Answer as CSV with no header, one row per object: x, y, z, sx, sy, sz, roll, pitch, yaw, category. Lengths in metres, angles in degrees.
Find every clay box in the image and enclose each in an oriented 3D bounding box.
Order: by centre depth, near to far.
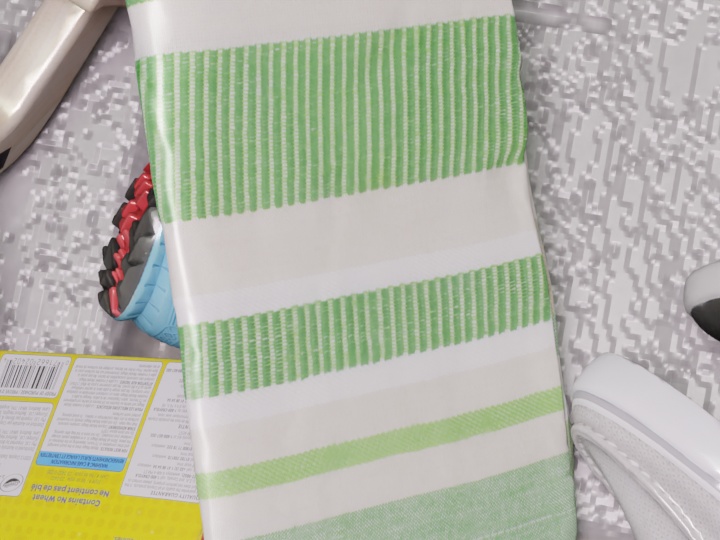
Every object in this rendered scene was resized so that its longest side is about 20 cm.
-0.091,0.125,0.918,0.114,0.048,0.201,2,66,40,clay box

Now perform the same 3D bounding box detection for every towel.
0.000,0.000,0.918,0.023,0.152,0.201,-5,94,49,towel

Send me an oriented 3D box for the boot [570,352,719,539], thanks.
0.114,0.124,0.921,0.096,0.074,0.200,-42,78,-10,boot

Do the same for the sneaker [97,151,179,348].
-0.007,-0.055,0.985,0.095,0.079,0.201,30,78,-14,sneaker

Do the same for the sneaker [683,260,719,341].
0.188,0.059,0.927,0.199,0.071,0.100,15,76,5,sneaker

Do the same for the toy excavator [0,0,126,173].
-0.151,-0.016,0.975,0.100,0.200,0.195,33,128,11,toy excavator
